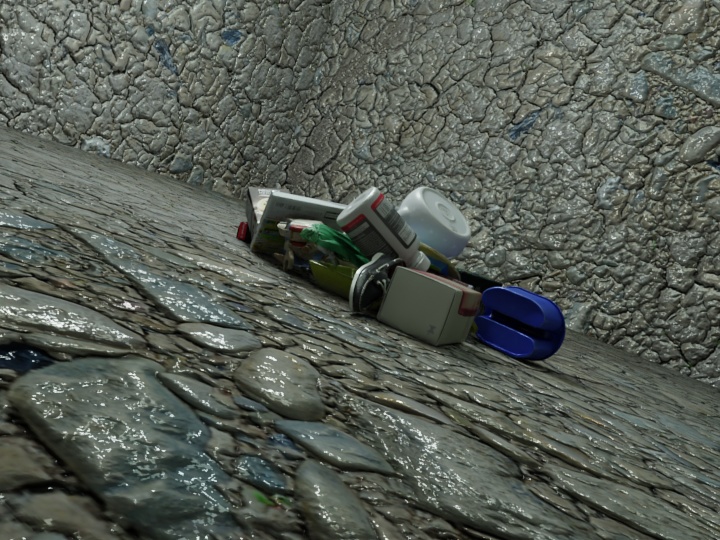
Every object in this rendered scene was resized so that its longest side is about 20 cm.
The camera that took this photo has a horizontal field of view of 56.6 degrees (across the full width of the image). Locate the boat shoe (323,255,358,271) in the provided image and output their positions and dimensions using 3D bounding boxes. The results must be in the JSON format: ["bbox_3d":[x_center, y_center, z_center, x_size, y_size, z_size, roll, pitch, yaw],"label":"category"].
[{"bbox_3d":[0.000,0.000,1.594,0.200,0.072,0.060,18,32,-21],"label":"boat shoe"}]

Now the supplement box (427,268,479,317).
[{"bbox_3d":[0.166,0.050,1.526,0.200,0.061,0.109,24,-23,31],"label":"supplement box"}]

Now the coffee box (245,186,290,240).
[{"bbox_3d":[-0.222,-0.132,1.689,0.113,0.080,0.200,0,32,-18],"label":"coffee box"}]

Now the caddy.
[{"bbox_3d":[0.344,0.113,1.452,0.200,0.142,0.105,25,10,41],"label":"caddy"}]

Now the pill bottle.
[{"bbox_3d":[0.053,-0.065,1.386,0.200,0.111,0.111,49,-2,-13],"label":"pill bottle"}]

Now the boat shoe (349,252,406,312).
[{"bbox_3d":[0.033,0.024,1.257,0.060,0.074,0.200,11,23,17],"label":"boat shoe"}]

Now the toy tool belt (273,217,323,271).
[{"bbox_3d":[-0.125,-0.044,1.456,0.125,0.123,0.200,6,10,1],"label":"toy tool belt"}]

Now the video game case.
[{"bbox_3d":[-0.139,-0.099,1.571,0.200,0.182,0.023,9,45,-23],"label":"video game case"}]

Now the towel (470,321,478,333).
[{"bbox_3d":[0.165,0.084,1.485,0.200,0.018,0.086,19,-25,42],"label":"towel"}]

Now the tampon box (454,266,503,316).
[{"bbox_3d":[0.244,0.057,1.758,0.200,0.126,0.150,14,7,-45],"label":"tampon box"}]

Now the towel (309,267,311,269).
[{"bbox_3d":[-0.046,0.002,1.714,0.192,0.035,0.200,19,5,-15],"label":"towel"}]

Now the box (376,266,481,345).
[{"bbox_3d":[0.137,0.068,1.281,0.128,0.109,0.200,23,5,22],"label":"box"}]

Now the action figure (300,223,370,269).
[{"bbox_3d":[-0.046,-0.047,1.388,0.200,0.055,0.118,27,33,-41],"label":"action figure"}]

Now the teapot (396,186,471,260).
[{"bbox_3d":[0.161,-0.093,1.616,0.200,0.146,0.197,44,28,1],"label":"teapot"}]

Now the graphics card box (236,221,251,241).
[{"bbox_3d":[-0.216,-0.086,1.785,0.200,0.051,0.125,15,5,6],"label":"graphics card box"}]

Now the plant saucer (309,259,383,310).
[{"bbox_3d":[0.009,0.041,1.424,0.200,0.048,0.200,23,6,26],"label":"plant saucer"}]

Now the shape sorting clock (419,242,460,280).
[{"bbox_3d":[0.143,-0.017,1.561,0.200,0.039,0.200,31,-20,12],"label":"shape sorting clock"}]
